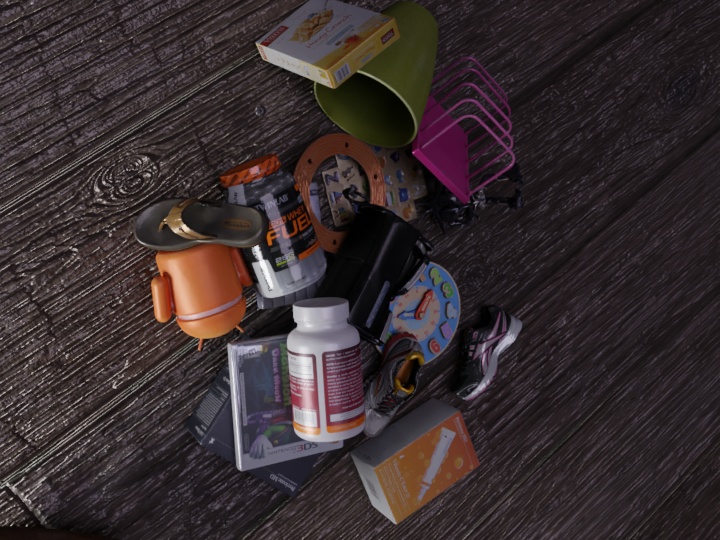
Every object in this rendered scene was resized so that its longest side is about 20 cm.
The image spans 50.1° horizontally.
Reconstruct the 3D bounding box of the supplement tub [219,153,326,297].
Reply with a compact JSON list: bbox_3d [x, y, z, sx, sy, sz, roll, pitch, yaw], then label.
[{"bbox_3d":[-0.139,-0.070,1.201,0.122,0.122,0.202,-28,108,-21],"label":"supplement tub"}]

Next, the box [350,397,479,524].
[{"bbox_3d":[0.102,0.347,1.424,0.199,0.097,0.125,-29,108,-21],"label":"box"}]

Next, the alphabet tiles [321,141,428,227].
[{"bbox_3d":[0.029,-0.155,1.377,0.199,0.006,0.168,-21,105,-23],"label":"alphabet tiles"}]

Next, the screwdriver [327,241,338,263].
[{"bbox_3d":[-0.015,0.024,1.359,0.028,0.029,0.201,-34,108,-22],"label":"screwdriver"}]

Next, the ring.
[{"bbox_3d":[-0.037,-0.131,1.313,0.199,0.019,0.203,-5,98,-38],"label":"ring"}]

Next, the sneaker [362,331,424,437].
[{"bbox_3d":[0.052,0.212,1.379,0.077,0.082,0.201,18,104,-24],"label":"sneaker"}]

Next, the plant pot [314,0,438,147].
[{"bbox_3d":[0.049,-0.342,1.280,0.187,0.187,0.201,38,67,-25],"label":"plant pot"}]

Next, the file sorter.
[{"bbox_3d":[0.180,-0.248,1.316,0.139,0.125,0.201,39,36,-28],"label":"file sorter"}]

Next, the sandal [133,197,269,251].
[{"bbox_3d":[-0.232,-0.068,1.107,0.198,0.055,0.083,5,77,8],"label":"sandal"}]

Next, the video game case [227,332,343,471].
[{"bbox_3d":[-0.115,0.200,1.220,0.180,0.023,0.202,-7,97,-28],"label":"video game case"}]

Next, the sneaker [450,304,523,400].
[{"bbox_3d":[0.224,0.153,1.486,0.086,0.080,0.201,39,70,-13],"label":"sneaker"}]

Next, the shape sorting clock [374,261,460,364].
[{"bbox_3d":[0.104,0.081,1.425,0.198,0.039,0.202,-3,98,-26],"label":"shape sorting clock"}]

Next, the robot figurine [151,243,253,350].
[{"bbox_3d":[-0.247,0.019,1.196,0.116,0.144,0.202,-10,105,21],"label":"robot figurine"}]

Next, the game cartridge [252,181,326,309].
[{"bbox_3d":[-0.125,-0.044,1.297,0.128,0.038,0.202,-8,100,-22],"label":"game cartridge"}]

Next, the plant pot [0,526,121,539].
[{"bbox_3d":[-0.471,0.450,1.113,0.199,0.187,0.188,26,84,-13],"label":"plant pot"}]

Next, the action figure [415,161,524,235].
[{"bbox_3d":[0.196,-0.135,1.416,0.198,0.102,0.120,-11,111,1],"label":"action figure"}]

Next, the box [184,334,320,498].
[{"bbox_3d":[-0.152,0.240,1.277,0.200,0.104,0.183,39,77,-25],"label":"box"}]

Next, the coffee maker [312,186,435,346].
[{"bbox_3d":[0.000,0.000,1.285,0.191,0.135,0.201,31,78,-15],"label":"coffee maker"}]

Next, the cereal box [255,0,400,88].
[{"bbox_3d":[-0.055,-0.361,1.203,0.144,0.199,0.040,-43,137,-17],"label":"cereal box"}]

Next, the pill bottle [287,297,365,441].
[{"bbox_3d":[-0.053,0.147,1.172,0.112,0.113,0.202,-7,99,-26],"label":"pill bottle"}]
